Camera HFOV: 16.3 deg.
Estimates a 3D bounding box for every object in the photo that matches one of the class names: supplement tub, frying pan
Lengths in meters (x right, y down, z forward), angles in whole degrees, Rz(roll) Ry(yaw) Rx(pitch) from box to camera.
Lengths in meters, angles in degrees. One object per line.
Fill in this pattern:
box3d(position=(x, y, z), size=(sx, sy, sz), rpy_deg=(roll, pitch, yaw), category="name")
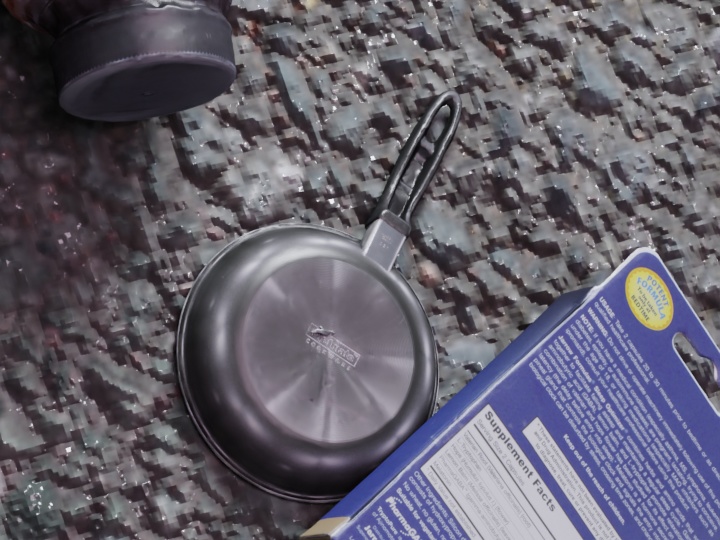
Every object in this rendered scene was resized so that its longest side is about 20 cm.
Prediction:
box3d(position=(-0.099, -0.164, 0.990), size=(0.106, 0.107, 0.202), rpy_deg=(-4, 76, -26), category="supplement tub")
box3d(position=(0.009, 0.015, 1.027), size=(0.190, 0.031, 0.115), rpy_deg=(-36, 92, -27), category="frying pan")

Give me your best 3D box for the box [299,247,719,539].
box3d(position=(0.080, 0.094, 1.019), size=(0.200, 0.032, 0.122), rpy_deg=(-40, 102, -28), category="box")
